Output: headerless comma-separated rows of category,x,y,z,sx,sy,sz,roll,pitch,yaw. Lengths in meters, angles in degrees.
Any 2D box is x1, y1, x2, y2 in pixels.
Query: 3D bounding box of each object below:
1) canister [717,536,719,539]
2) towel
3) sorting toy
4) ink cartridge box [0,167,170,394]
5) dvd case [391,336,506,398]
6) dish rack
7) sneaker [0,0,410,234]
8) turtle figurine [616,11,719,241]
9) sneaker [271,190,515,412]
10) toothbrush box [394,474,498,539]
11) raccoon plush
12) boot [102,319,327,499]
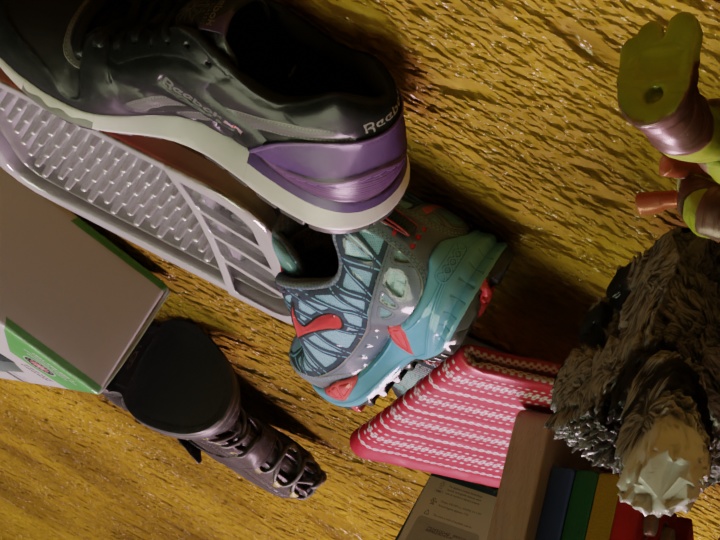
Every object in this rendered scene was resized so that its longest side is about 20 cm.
canister,0.249,0.185,1.351,0.200,0.149,0.087,25,150,29
towel,0.086,0.076,1.434,0.145,0.022,0.200,12,162,-12
sorting toy,0.110,0.193,1.411,0.070,0.200,0.199,7,163,21
ink cartridge box,-0.229,0.001,1.809,0.146,0.084,0.200,37,165,-23
dvd case,0.081,0.084,1.600,0.146,0.022,0.200,24,165,24
dish rack,-0.109,-0.053,1.474,0.200,0.044,0.172,26,166,17
sneaker,-0.067,-0.096,1.232,0.200,0.076,0.088,23,149,15
turtle figurine,0.147,-0.024,1.016,0.200,0.064,0.161,18,161,41
sneaker,0.000,0.000,1.396,0.096,0.079,0.200,37,155,-7
toothbrush box,0.127,0.220,1.832,0.146,0.085,0.200,15,158,45
raccoon plush,0.149,0.075,1.158,0.134,0.200,0.097,32,121,-12
boot,-0.085,0.097,1.908,0.174,0.069,0.200,37,172,-33
